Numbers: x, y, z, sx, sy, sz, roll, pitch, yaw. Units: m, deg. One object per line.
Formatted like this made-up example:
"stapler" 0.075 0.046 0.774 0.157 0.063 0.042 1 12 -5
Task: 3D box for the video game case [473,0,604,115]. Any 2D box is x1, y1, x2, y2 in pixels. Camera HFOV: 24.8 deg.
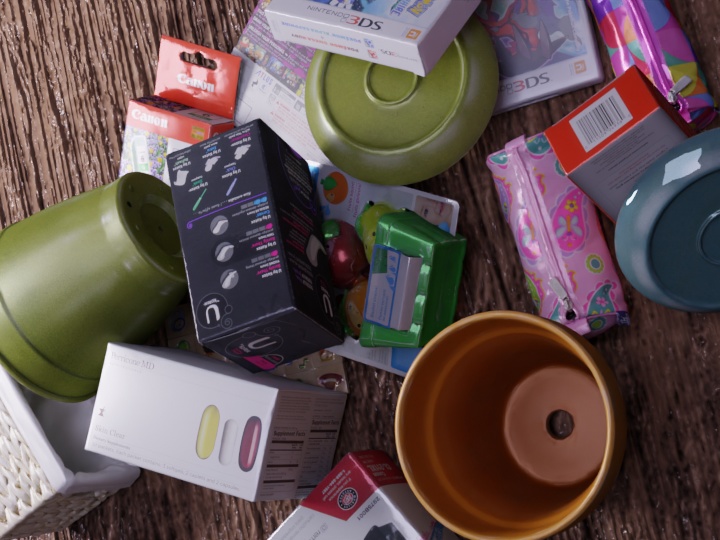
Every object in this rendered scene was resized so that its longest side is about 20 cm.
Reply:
"video game case" 0.134 -0.257 1.624 0.181 0.023 0.201 -15 79 22

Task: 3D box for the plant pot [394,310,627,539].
"plant pot" 0.156 0.141 1.487 0.199 0.183 0.202 -2 86 24

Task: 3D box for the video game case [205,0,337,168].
"video game case" -0.044 -0.194 1.680 0.200 0.036 0.182 38 109 23

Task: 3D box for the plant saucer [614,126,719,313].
"plant saucer" 0.322 -0.036 1.433 0.200 0.200 0.027 -37 36 17

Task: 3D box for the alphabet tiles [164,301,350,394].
"alphabet tiles" -0.108 0.100 1.709 0.199 0.008 0.168 -15 79 22

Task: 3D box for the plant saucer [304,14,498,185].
"plant saucer" 0.034 -0.183 1.589 0.199 0.031 0.201 -4 76 17

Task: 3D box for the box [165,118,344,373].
"box" -0.100 -0.021 1.561 0.106 0.122 0.201 -20 65 16

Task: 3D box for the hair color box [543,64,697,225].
"hair color box" 0.258 -0.086 1.451 0.101 0.200 0.061 -36 47 16

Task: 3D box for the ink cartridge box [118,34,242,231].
"ink cartridge box" -0.192 -0.136 1.720 0.108 0.050 0.201 18 109 25

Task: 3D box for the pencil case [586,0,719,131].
"pencil case" 0.266 -0.213 1.527 0.088 0.088 0.201 -26 74 20

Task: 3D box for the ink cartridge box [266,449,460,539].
"ink cartridge box" 0.022 0.296 1.588 0.146 0.083 0.200 -48 68 12

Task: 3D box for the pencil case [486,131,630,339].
"pencil case" 0.186 -0.029 1.546 0.087 0.087 0.201 -22 76 21

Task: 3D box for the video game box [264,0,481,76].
"video game box" 0.034 -0.286 1.584 0.181 0.047 0.200 19 59 29

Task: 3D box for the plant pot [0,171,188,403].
"plant pot" -0.264 0.002 1.668 0.192 0.200 0.201 -33 73 27

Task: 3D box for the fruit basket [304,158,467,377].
"fruit basket" 0.000 0.000 1.612 0.199 0.094 0.187 17 105 28

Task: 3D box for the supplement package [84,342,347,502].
"supplement package" -0.142 0.149 1.630 0.199 0.156 0.112 12 90 25

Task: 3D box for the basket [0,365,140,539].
"basket" -0.354 0.174 1.746 0.123 0.135 0.201 -40 71 20
